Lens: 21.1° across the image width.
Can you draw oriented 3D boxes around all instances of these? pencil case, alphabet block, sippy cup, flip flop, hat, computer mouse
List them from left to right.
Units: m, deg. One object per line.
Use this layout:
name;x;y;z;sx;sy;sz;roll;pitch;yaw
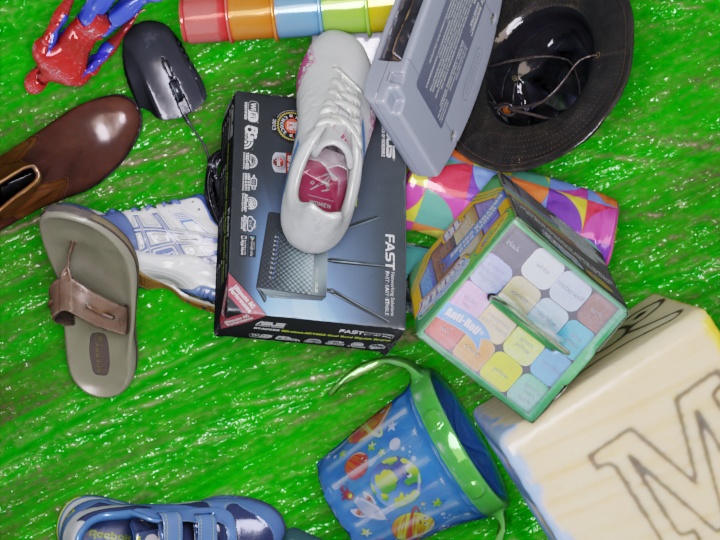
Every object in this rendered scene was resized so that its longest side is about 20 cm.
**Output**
flip flop;-0.227;0.033;1.606;0.080;0.058;0.201;10;128;13
computer mouse;-0.144;-0.126;1.636;0.058;0.034;0.201;-28;80;-15
sippy cup;0.039;0.173;1.646;0.130;0.140;0.179;-32;56;9
pencil case;0.121;-0.050;1.660;0.198;0.088;0.089;17;92;-2
hat;0.167;-0.162;1.647;0.081;0.200;0.202;32;91;-45
alphabet block;0.233;0.156;1.622;0.199;0.195;0.197;-32;96;-1

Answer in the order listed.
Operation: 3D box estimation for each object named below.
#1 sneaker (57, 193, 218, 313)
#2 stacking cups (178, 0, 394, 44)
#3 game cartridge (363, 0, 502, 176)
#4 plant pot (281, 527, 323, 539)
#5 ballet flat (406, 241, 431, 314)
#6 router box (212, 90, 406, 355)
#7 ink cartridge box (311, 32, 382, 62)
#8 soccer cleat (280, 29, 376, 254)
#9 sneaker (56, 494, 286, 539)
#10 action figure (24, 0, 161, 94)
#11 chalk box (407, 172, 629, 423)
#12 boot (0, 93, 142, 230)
sneaker;-0.169;-0.028;1.653;0.198;0.075;0.089;20;77;-9
stacking cups;-0.051;-0.220;1.621;0.198;0.061;0.061;-4;93;6
game cartridge;0.064;-0.187;1.591;0.041;0.133;0.201;9;65;23
plant pot;-0.027;0.294;1.605;0.140;0.200;0.142;24;92;-5
ballet flat;0.000;0.000;1.660;0.198;0.074;0.075;20;91;-4
router box;-0.040;-0.040;1.591;0.148;0.062;0.202;6;69;-14
ink cartridge box;0.018;-0.226;1.663;0.118;0.042;0.202;3;95;-2
soccer cleat;-0.018;-0.111;1.541;0.069;0.086;0.202;12;67;-11
sneaker;-0.161;0.232;1.653;0.198;0.082;0.075;-1;92;-6
action figure;-0.214;-0.216;1.621;0.200;0.052;0.065;-42;129;20
chalk box;0.123;0.026;1.533;0.124;0.200;0.124;38;103;-11
boot;-0.264;-0.087;1.570;0.187;0.200;0.069;-25;94;-2
